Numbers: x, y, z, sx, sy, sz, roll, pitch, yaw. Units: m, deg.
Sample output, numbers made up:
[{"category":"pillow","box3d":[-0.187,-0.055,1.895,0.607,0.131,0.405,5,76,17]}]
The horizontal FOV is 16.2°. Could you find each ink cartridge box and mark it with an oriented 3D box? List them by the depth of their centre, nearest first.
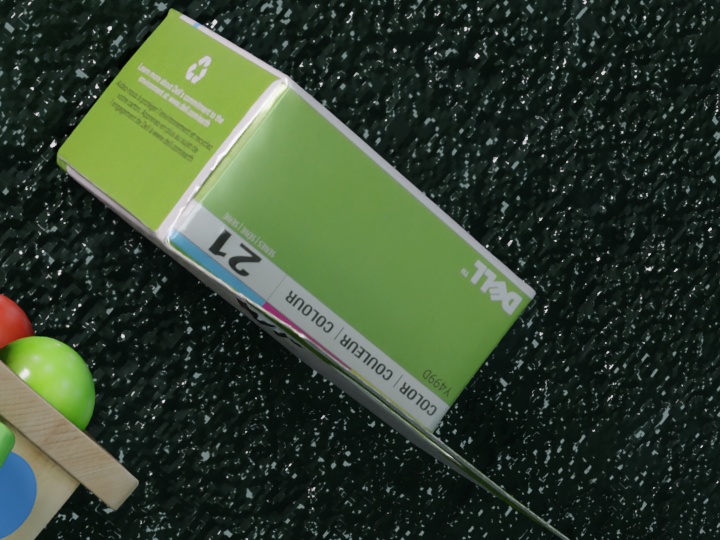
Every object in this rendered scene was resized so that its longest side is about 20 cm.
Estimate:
[{"category":"ink cartridge box","box3d":[0.000,0.000,0.893,0.148,0.200,0.076,40,86,-35]}]

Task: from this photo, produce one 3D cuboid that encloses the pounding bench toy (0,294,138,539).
[{"category":"pounding bench toy","box3d":[-0.158,0.074,0.828,0.156,0.200,0.124,-48,124,-6]}]
